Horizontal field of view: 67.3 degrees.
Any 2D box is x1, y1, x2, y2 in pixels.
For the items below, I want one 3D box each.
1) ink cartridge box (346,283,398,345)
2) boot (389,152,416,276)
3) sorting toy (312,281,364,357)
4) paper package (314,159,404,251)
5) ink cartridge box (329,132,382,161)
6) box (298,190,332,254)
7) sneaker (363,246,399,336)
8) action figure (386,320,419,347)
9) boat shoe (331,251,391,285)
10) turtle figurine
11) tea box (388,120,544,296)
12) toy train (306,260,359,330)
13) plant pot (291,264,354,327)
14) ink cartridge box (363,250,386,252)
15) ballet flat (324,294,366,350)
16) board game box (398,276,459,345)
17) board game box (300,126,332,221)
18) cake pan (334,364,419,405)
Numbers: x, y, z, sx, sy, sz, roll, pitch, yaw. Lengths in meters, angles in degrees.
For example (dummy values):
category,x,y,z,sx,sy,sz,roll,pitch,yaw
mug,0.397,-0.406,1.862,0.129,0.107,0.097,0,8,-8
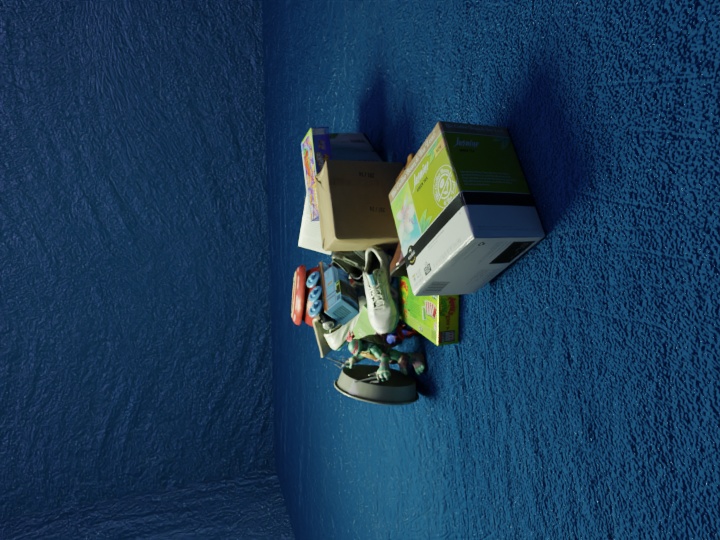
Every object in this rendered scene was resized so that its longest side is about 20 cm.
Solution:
category,x,y,z,sx,sy,sz,roll,pitch,yaw
ink cartridge box,0.036,0.129,1.333,0.059,0.104,0.201,40,144,14
boot,0.091,-0.107,1.120,0.189,0.067,0.203,115,147,-57
sorting toy,-0.047,0.132,1.468,0.036,0.185,0.202,35,151,26
paper package,0.008,-0.147,1.228,0.103,0.196,0.195,147,118,-67
ink cartridge box,-0.035,-0.281,1.411,0.201,0.143,0.086,-115,26,-49
box,-0.101,-0.177,1.581,0.153,0.104,0.204,-67,-9,-64
sneaker,0.034,0.042,1.192,0.087,0.074,0.204,37,-137,-63
action figure,0.080,0.157,1.288,0.052,0.064,0.200,63,158,12
boat shoe,0.000,0.000,1.312,0.070,0.199,0.065,-12,51,42
turtle figurine,0.036,0.192,1.194,0.149,0.196,0.103,17,94,65
tea box,0.157,-0.092,0.862,0.200,0.131,0.200,128,136,-56
toy train,-0.067,0.054,1.325,0.114,0.086,0.202,-36,36,20
plant pot,-0.114,0.082,1.627,0.200,0.178,0.205,-176,90,-79
ink cartridge box,0.003,-0.087,1.414,0.200,0.083,0.149,122,140,-62
ballet flat,-0.019,0.114,1.396,0.069,0.201,0.069,41,175,4
board game box,0.136,0.073,1.120,0.200,0.047,0.104,-150,57,-68
board game box,-0.102,-0.232,1.330,0.134,0.044,0.205,167,96,-73
cake pan,0.039,0.256,1.233,0.200,0.196,0.038,-161,78,-70
